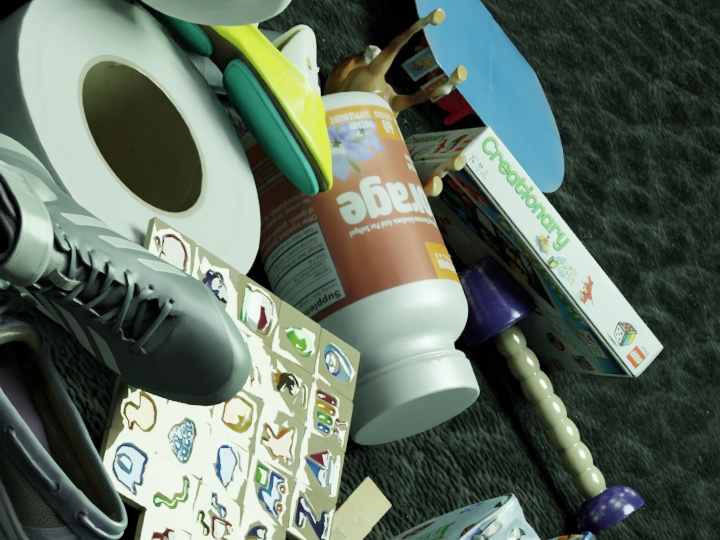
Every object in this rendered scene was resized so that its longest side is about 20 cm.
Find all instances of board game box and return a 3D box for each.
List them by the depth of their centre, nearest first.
[{"bbox_3d":[0.111,-0.011,1.947,0.035,0.126,0.200,-44,106,-17],"label":"board game box"},{"bbox_3d":[0.081,-0.140,2.104,0.200,0.039,0.158,50,24,-27],"label":"board game box"}]

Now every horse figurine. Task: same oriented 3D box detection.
[{"bbox_3d":[0.015,-0.080,1.871,0.050,0.132,0.201,23,56,-38],"label":"horse figurine"}]

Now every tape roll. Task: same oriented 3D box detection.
[{"bbox_3d":[-0.148,-0.062,1.625,0.202,0.071,0.203,38,35,-33],"label":"tape roll"}]

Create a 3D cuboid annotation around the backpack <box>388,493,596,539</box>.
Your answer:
[{"bbox_3d":[0.040,0.221,1.536,0.154,0.200,0.190,50,54,-2],"label":"backpack"}]

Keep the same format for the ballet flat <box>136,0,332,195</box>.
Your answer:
[{"bbox_3d":[-0.068,-0.139,1.698,0.067,0.067,0.200,-42,90,-17],"label":"ballet flat"}]

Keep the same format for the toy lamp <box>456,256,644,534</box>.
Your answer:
[{"bbox_3d":[0.123,0.084,1.934,0.201,0.058,0.058,59,28,1],"label":"toy lamp"}]

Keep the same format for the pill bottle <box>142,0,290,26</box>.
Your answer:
[{"bbox_3d":[-0.073,-0.252,1.652,0.112,0.112,0.201,35,55,-37],"label":"pill bottle"}]

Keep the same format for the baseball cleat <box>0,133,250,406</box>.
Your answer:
[{"bbox_3d":[-0.146,0.007,1.453,0.200,0.070,0.106,37,12,1],"label":"baseball cleat"}]

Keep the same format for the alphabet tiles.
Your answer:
[{"bbox_3d":[-0.071,0.093,1.550,0.167,0.008,0.201,35,51,-35],"label":"alphabet tiles"}]

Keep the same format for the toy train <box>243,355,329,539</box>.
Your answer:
[{"bbox_3d":[-0.062,0.112,1.595,0.046,0.034,0.201,19,50,2],"label":"toy train"}]

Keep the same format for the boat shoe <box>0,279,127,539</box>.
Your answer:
[{"bbox_3d":[-0.177,0.060,1.464,0.074,0.065,0.203,13,50,-54],"label":"boat shoe"}]

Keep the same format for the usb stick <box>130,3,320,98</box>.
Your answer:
[{"bbox_3d":[-0.092,-0.137,1.825,0.200,0.033,0.056,5,58,-57],"label":"usb stick"}]

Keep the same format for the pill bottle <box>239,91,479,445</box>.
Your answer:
[{"bbox_3d":[0.000,0.000,1.757,0.112,0.112,0.201,5,58,-56],"label":"pill bottle"}]

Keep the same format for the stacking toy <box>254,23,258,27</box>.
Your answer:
[{"bbox_3d":[-0.123,-0.226,1.763,0.201,0.146,0.146,65,28,-5],"label":"stacking toy"}]

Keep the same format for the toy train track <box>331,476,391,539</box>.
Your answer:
[{"bbox_3d":[-0.049,0.129,1.648,0.200,0.032,0.115,52,36,-2],"label":"toy train track"}]
